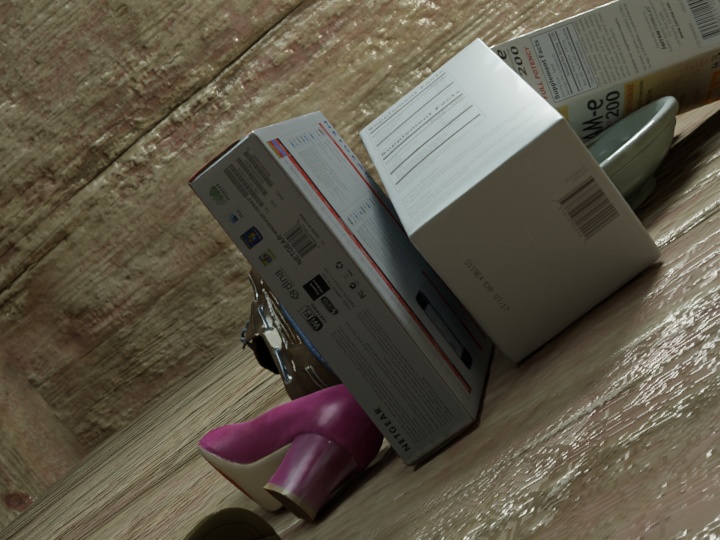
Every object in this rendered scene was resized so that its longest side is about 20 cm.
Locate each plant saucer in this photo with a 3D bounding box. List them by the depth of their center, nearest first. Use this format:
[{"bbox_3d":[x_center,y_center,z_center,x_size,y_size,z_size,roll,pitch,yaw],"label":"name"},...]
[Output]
[{"bbox_3d":[0.172,-0.056,0.875,0.200,0.050,0.200,-38,4,3],"label":"plant saucer"}]

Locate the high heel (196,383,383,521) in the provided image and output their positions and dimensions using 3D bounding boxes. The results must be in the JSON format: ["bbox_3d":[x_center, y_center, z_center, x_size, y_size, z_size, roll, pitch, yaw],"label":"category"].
[{"bbox_3d":[-0.047,0.107,0.759,0.096,0.067,0.200,-51,13,-18],"label":"high heel"}]

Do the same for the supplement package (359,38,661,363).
[{"bbox_3d":[0.086,-0.054,0.723,0.109,0.114,0.200,-37,25,9],"label":"supplement package"}]

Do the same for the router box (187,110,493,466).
[{"bbox_3d":[0.000,0.000,0.692,0.049,0.200,0.180,-37,2,15],"label":"router box"}]

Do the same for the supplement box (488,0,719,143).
[{"bbox_3d":[0.212,-0.164,0.938,0.200,0.074,0.126,-20,-16,7],"label":"supplement box"}]

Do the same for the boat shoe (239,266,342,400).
[{"bbox_3d":[-0.065,0.047,0.943,0.072,0.072,0.200,-46,29,2],"label":"boat shoe"}]

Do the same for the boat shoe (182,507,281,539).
[{"bbox_3d":[-0.107,0.188,0.499,0.200,0.073,0.065,-37,-9,-42],"label":"boat shoe"}]

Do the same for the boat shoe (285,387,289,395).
[{"bbox_3d":[-0.026,0.069,1.032,0.073,0.065,0.200,-37,24,19],"label":"boat shoe"}]
